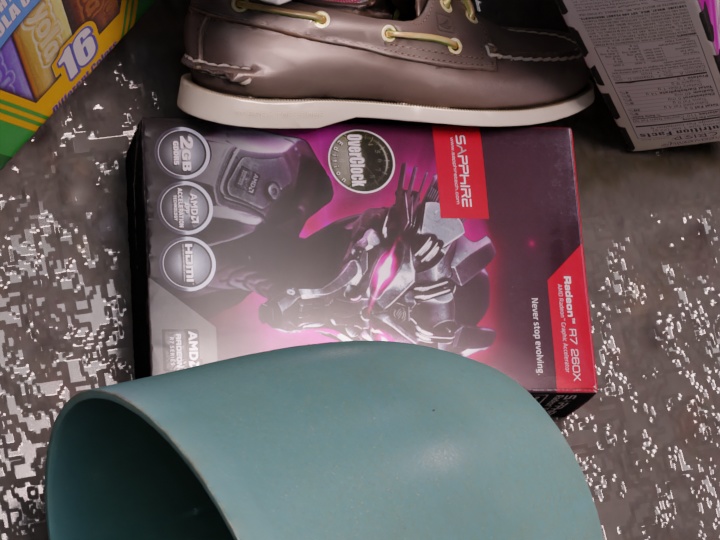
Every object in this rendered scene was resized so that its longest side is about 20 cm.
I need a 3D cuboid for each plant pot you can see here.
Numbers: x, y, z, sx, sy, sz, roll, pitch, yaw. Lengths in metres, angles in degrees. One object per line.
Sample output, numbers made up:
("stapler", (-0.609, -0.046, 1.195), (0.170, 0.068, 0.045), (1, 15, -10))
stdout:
("plant pot", (-0.005, 0.117, 0.813), (0.161, 0.201, 0.201), (-18, 78, -30))

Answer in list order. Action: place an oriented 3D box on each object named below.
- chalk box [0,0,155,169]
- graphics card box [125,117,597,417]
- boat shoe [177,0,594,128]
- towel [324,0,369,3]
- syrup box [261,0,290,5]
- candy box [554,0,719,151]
("chalk box", (-0.170, -0.158, 0.830), (0.125, 0.200, 0.124), (31, 66, 18))
("graphics card box", (0.000, 0.000, 0.921), (0.199, 0.051, 0.126), (1, 73, -13))
("boat shoe", (0.017, -0.098, 0.929), (0.200, 0.072, 0.060), (-2, 108, -23))
("towel", (-0.042, -0.201, 0.983), (0.200, 0.030, 0.146), (36, 69, -2))
("syrup box", (0.000, -0.178, 0.882), (0.079, 0.082, 0.200), (21, 33, 32))
("candy box", (0.126, -0.149, 0.920), (0.061, 0.200, 0.137), (-4, 73, 15))
